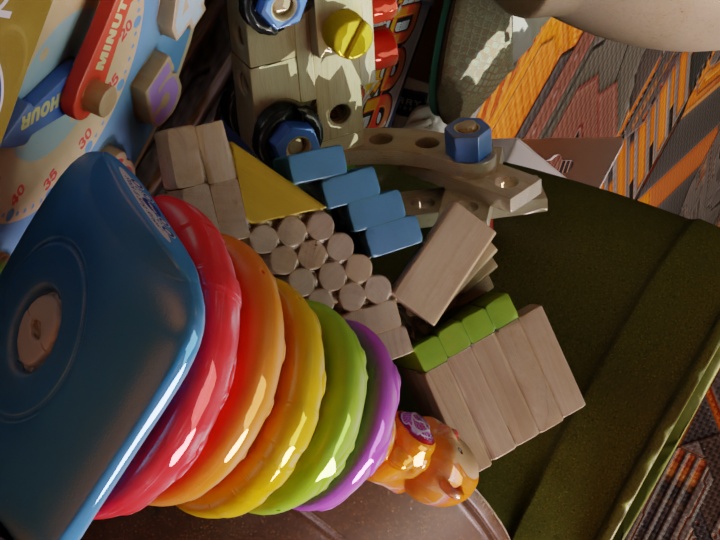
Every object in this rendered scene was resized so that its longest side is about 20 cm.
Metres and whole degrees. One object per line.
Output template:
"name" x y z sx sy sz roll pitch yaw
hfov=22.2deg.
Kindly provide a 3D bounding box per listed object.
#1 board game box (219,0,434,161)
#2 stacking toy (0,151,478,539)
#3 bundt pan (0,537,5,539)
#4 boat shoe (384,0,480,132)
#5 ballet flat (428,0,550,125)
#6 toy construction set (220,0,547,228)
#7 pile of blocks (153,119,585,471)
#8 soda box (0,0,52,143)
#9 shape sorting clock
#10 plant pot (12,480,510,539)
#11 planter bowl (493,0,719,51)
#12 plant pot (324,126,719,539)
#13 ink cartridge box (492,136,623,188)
"board game box" -0.014 -0.097 0.859 0.135 0.034 0.200 -25 137 -65
"stacking toy" -0.029 0.048 0.639 0.200 0.116 0.110 22 109 -37
"bundt pan" -0.177 0.158 0.593 0.202 0.076 0.202 -31 139 -32
"boat shoe" 0.028 -0.078 0.959 0.200 0.071 0.070 -65 158 -10
"ballet flat" 0.080 -0.165 0.914 0.067 0.062 0.200 55 44 -69
"toy construction set" 0.010 -0.103 0.749 0.131 0.092 0.200 -17 110 -20
"pile of blocks" 0.000 0.000 0.737 0.082 0.200 0.062 -53 -165 -11
"soda box" -0.126 -0.082 0.497 0.200 0.064 0.068 -69 163 10
"shape sorting clock" -0.103 -0.064 0.632 0.200 0.039 0.200 -54 160 -31
"plant pot" -0.071 0.148 0.764 0.198 0.200 0.200 -55 161 -20
"planter bowl" 0.116 -0.182 0.800 0.135 0.200 0.200 -18 144 -15
"plant pot" 0.061 0.032 0.856 0.200 0.193 0.200 -56 166 -21
"ink cartridge box" 0.051 -0.008 1.027 0.068 0.115 0.200 36 74 -27
